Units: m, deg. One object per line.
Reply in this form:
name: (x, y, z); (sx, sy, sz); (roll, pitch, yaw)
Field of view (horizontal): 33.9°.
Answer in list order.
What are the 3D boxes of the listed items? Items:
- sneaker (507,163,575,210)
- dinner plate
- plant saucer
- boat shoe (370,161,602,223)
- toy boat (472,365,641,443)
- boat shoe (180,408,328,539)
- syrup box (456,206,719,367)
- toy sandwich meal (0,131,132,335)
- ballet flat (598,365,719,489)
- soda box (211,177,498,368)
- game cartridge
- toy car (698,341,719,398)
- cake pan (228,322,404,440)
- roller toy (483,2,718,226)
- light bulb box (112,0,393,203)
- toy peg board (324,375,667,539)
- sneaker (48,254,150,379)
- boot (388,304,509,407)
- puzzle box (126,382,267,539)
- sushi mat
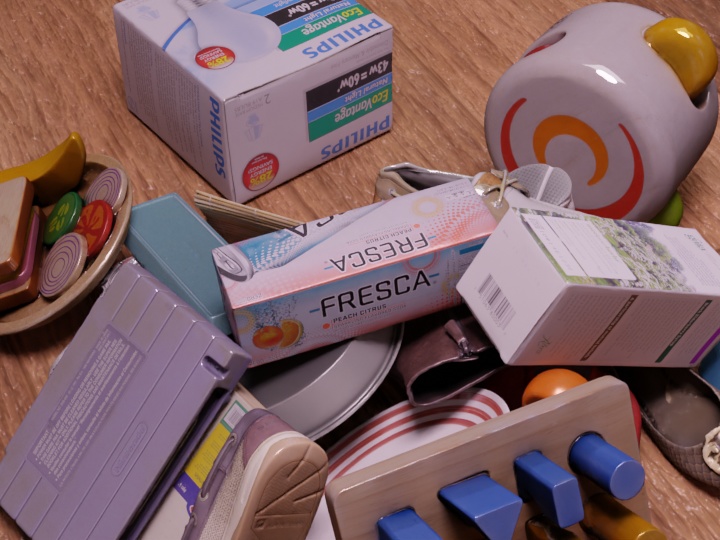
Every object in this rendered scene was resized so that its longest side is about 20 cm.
sneaker: (0.093, -0.023, 1.027); (0.200, 0.080, 0.070); (-16, 53, 11)
dinner plate: (0.020, 0.151, 0.813); (0.200, 0.024, 0.200); (-31, 16, 10)
plant saucer: (-0.135, -0.010, 0.950); (0.070, 0.019, 0.200); (-22, 39, -24)
boat shoe: (0.098, -0.043, 0.930); (0.200, 0.068, 0.075); (6, 26, 24)
toy boat: (0.133, 0.122, 0.830); (0.130, 0.131, 0.200); (10, 45, 9)
boat shoe: (-0.083, 0.180, 0.751); (0.072, 0.200, 0.065); (10, 21, -36)
syrup box: (0.177, 0.016, 0.844); (0.200, 0.081, 0.079); (5, 40, -37)
toy sandwich meal: (-0.283, -0.033, 0.989); (0.205, 0.070, 0.205); (-19, 47, 22)
ballet flat: (0.233, 0.091, 0.906); (0.067, 0.046, 0.200); (-43, 48, 7)
soda box: (0.000, 0.000, 0.847); (0.200, 0.064, 0.068); (-16, 44, -11)
game cartridge: (-0.174, 0.108, 0.837); (0.130, 0.038, 0.200); (36, 96, 35)
toy car: (0.403, 0.057, 0.904); (0.200, 0.184, 0.177); (5, 35, -38)
cake pan: (-0.064, 0.056, 0.909); (0.200, 0.037, 0.200); (-19, 37, 15)
roller toy: (0.216, -0.139, 1.052); (0.182, 0.200, 0.140); (21, 48, 28)
light bulb box: (-0.103, -0.197, 1.157); (0.198, 0.125, 0.200); (-29, 51, -26)
toy peg board: (0.106, 0.195, 0.695); (0.200, 0.199, 0.098); (-18, 18, -18)
sneaker: (-0.184, 0.040, 0.964); (0.082, 0.078, 0.200); (16, 39, 25)
boot: (0.109, 0.040, 0.913); (0.200, 0.072, 0.166); (-23, 16, -5)
puzzle box: (-0.128, 0.131, 0.839); (0.200, 0.025, 0.133); (41, 98, 30)
sushi mat: (-0.045, -0.017, 1.000); (0.200, 0.096, 0.012); (17, 69, 16)
